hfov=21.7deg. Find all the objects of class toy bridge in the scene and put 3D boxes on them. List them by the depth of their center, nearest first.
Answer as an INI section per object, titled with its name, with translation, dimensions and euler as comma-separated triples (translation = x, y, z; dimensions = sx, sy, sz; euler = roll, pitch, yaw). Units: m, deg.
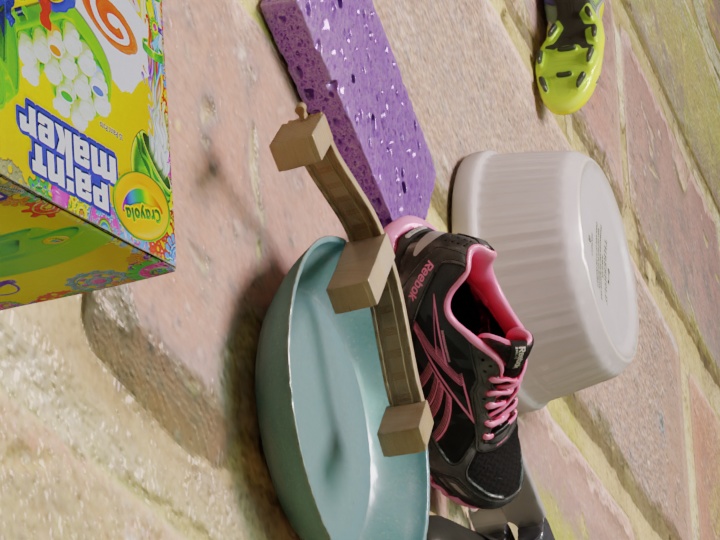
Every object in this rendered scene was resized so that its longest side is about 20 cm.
[toy bridge]
translation = 0.000, 0.000, 1.030
dimensions = 0.067, 0.027, 0.201
euler = -66, 140, -62

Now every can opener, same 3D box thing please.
[can opener]
translation = 0.111, 0.180, 1.294
dimensions = 0.067, 0.052, 0.201
euler = -72, 145, -55

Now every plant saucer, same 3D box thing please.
[plant saucer]
translation = -0.013, 0.083, 1.041
dimensions = 0.200, 0.036, 0.202
euler = -12, 90, -71

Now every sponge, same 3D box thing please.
[sponge]
translation = -0.002, -0.111, 1.185
dimensions = 0.112, 0.030, 0.201
euler = -73, 146, -51

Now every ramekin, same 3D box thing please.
[ramekin]
translation = 0.145, 0.001, 1.428
dimensions = 0.202, 0.094, 0.204
euler = -12, 90, -70

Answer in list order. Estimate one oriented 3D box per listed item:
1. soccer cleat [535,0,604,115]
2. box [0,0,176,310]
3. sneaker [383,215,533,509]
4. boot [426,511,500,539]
[soccer cleat]
translation = 0.201, -0.210, 1.739
dimensions = 0.084, 0.064, 0.201
euler = 61, 26, -44
[box]
translation = -0.161, -0.103, 0.617
dimensions = 0.200, 0.121, 0.194
euler = 34, 47, -63
[sneaker]
translation = 0.071, 0.063, 1.163
dimensions = 0.079, 0.095, 0.201
euler = -35, 115, -38
[boot]
translation = 0.112, 0.186, 1.171
dimensions = 0.200, 0.137, 0.078
euler = 38, 44, -60
